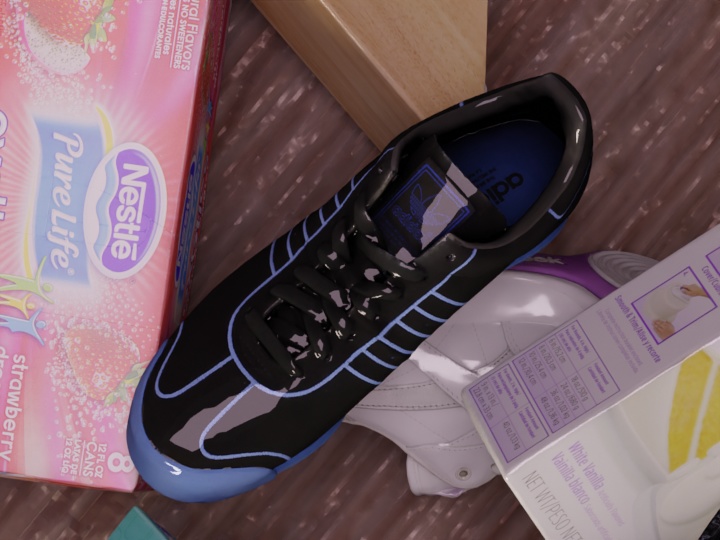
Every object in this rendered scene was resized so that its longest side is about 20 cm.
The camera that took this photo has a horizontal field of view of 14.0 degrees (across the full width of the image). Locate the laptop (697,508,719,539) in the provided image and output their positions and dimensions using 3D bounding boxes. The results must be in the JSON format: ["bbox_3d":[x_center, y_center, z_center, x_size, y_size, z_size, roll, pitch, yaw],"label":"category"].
[{"bbox_3d":[0.159,0.171,1.015,0.103,0.200,0.178,14,122,23],"label":"laptop"}]

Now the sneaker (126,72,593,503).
[{"bbox_3d":[0.000,0.000,1.017,0.200,0.078,0.070,-40,77,-17],"label":"sneaker"}]

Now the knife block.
[{"bbox_3d":[-0.041,-0.146,1.085,0.175,0.064,0.201,3,87,-19],"label":"knife block"}]

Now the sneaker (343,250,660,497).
[{"bbox_3d":[0.065,0.040,1.106,0.199,0.075,0.100,11,108,1],"label":"sneaker"}]

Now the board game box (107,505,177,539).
[{"bbox_3d":[-0.091,0.205,1.060,0.200,0.045,0.152,-50,127,-2],"label":"board game box"}]

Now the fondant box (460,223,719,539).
[{"bbox_3d":[0.157,0.052,1.044,0.200,0.058,0.145,-33,123,3],"label":"fondant box"}]

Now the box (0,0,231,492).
[{"bbox_3d":[-0.109,-0.022,1.087,0.094,0.103,0.201,8,86,2],"label":"box"}]
